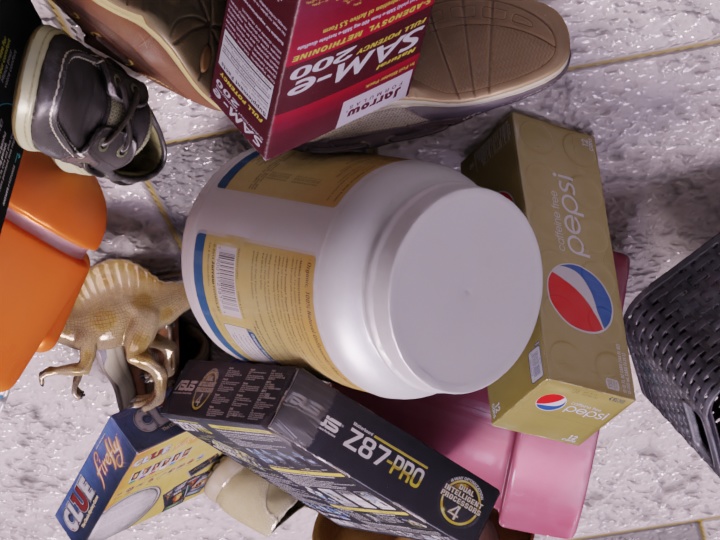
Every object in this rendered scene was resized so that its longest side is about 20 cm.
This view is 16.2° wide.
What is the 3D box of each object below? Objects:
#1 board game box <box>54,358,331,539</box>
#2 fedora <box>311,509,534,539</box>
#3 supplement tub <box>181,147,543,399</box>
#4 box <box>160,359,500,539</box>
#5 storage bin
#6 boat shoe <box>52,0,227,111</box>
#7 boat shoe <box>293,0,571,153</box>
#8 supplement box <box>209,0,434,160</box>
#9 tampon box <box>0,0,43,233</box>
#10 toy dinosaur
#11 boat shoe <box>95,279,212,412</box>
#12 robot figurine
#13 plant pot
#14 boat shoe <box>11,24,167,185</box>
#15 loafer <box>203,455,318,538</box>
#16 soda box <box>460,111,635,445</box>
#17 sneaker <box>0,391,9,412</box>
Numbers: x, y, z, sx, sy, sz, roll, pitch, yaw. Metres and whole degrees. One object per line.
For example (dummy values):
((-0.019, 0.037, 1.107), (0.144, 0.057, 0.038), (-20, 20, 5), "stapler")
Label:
((-0.109, 0.115, 1.784), (0.200, 0.035, 0.136), (-23, 158, -38), "board game box")
((0.025, 0.189, 1.760), (0.200, 0.201, 0.082), (-19, 118, 22), "fedora")
((0.000, 0.000, 1.548), (0.144, 0.145, 0.200), (27, 170, -39), "supplement tub")
((-0.024, 0.117, 1.622), (0.161, 0.049, 0.200), (31, 167, -20), "box")
((0.283, 0.029, 1.663), (0.200, 0.094, 0.135), (-35, 147, -7), "storage bin")
((-0.124, -0.151, 1.446), (0.067, 0.072, 0.200), (3, 159, 31), "boat shoe")
((0.032, -0.114, 1.518), (0.199, 0.072, 0.065), (-13, 156, 13), "boat shoe")
((-0.013, -0.160, 1.389), (0.109, 0.061, 0.200), (-26, 153, -28), "supplement box")
((-0.270, -0.126, 1.365), (0.126, 0.150, 0.200), (2, 149, 16), "tampon box")
((-0.146, 0.035, 1.664), (0.199, 0.058, 0.101), (-13, 115, -11), "toy dinosaur")
((-0.138, 0.070, 1.778), (0.072, 0.076, 0.200), (-10, 150, 3), "boat shoe")
((-0.232, -0.006, 1.566), (0.144, 0.117, 0.200), (32, 92, -17), "robot figurine")
((0.076, 0.067, 1.708), (0.178, 0.201, 0.200), (12, 147, 4), "plant pot")
((-0.149, -0.090, 1.442), (0.066, 0.072, 0.201), (13, 173, 6), "boat shoe")
((-0.021, 0.140, 1.839), (0.200, 0.068, 0.076), (-24, 161, -31), "loafer")
((0.115, 0.004, 1.582), (0.068, 0.201, 0.064), (15, 143, -28), "soda box")
((-0.316, 0.088, 1.790), (0.086, 0.075, 0.200), (25, 137, -29), "sneaker")
